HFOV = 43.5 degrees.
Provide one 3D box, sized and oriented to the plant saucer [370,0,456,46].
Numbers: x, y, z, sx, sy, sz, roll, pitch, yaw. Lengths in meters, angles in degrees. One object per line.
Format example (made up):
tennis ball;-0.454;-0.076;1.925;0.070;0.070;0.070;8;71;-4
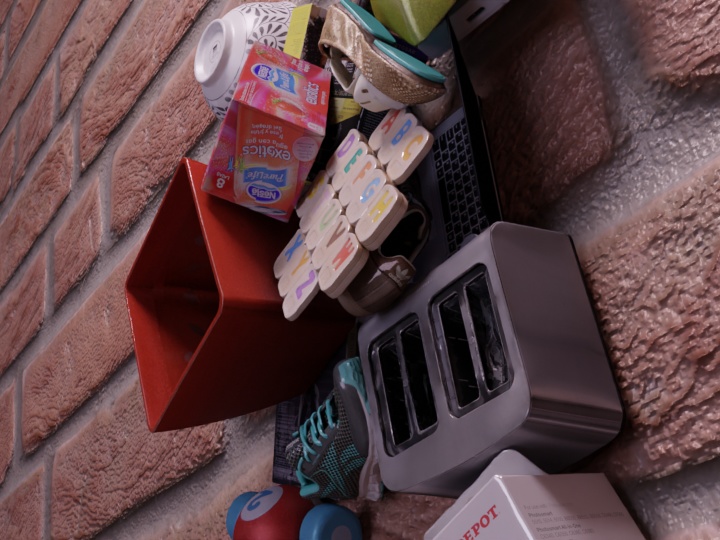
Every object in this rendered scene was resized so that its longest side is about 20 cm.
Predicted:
plant saucer;0.078;-0.313;0.827;0.201;0.048;0.200;-50;22;11

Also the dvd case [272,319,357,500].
dvd case;-0.051;0.138;0.989;0.148;0.016;0.203;-7;78;57

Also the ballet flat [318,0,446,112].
ballet flat;0.014;-0.180;0.809;0.066;0.070;0.200;-59;34;20

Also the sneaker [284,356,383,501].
sneaker;-0.025;0.157;0.825;0.201;0.090;0.078;90;170;-46

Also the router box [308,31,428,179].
router box;-0.005;-0.166;0.965;0.200;0.052;0.159;-145;71;-69

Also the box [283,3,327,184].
box;-0.064;-0.208;1.083;0.050;0.075;0.203;13;91;55

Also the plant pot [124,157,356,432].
plant pot;-0.120;0.033;0.941;0.201;0.174;0.201;-56;42;36

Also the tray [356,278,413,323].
tray;0.000;0.000;0.954;0.199;0.022;0.109;11;102;56

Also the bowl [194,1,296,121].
bowl;-0.167;-0.284;1.231;0.200;0.093;0.204;-23;61;50

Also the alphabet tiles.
alphabet tiles;-0.014;-0.056;0.783;0.196;0.015;0.200;-51;24;13

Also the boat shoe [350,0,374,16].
boat shoe;0.049;-0.335;0.974;0.200;0.071;0.066;-41;54;44

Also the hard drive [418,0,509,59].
hard drive;0.120;-0.300;0.835;0.131;0.026;0.202;-31;34;46

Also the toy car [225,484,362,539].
toy car;-0.128;0.307;0.892;0.183;0.198;0.180;-10;76;52

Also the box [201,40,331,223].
box;-0.092;-0.148;0.927;0.201;0.094;0.103;-89;22;-60

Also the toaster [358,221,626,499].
toaster;0.100;0.085;0.725;0.181;0.118;0.202;-39;50;42

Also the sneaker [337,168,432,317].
sneaker;0.037;-0.043;0.789;0.075;0.070;0.201;-28;32;36

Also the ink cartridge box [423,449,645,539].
ink cartridge box;0.131;0.236;0.615;0.129;0.124;0.201;-52;46;30

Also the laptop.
laptop;0.067;-0.085;0.825;0.199;0.115;0.190;-34;53;44
